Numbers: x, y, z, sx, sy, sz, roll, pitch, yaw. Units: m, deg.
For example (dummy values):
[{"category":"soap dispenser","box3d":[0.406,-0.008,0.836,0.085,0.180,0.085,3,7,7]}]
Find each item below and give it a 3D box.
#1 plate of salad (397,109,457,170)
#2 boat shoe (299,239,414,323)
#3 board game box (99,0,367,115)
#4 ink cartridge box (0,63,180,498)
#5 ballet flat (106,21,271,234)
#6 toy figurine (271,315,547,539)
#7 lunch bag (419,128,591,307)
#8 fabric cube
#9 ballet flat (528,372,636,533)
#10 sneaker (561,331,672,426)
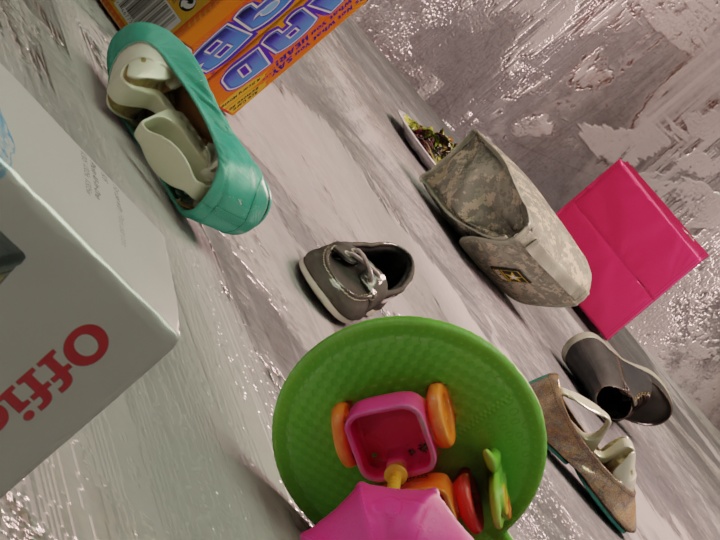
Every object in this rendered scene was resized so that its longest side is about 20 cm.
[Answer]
[{"category":"plate of salad","box3d":[0.122,-0.148,3.161,0.200,0.048,0.200,49,9,-10]},{"category":"boat shoe","box3d":[0.000,0.000,1.817,0.067,0.057,0.200,52,8,6]},{"category":"board game box","box3d":[-0.119,-0.284,1.910,0.201,0.199,0.200,54,10,17]},{"category":"ink cartridge box","box3d":[-0.169,-0.016,0.664,0.200,0.145,0.088,47,9,-25]},{"category":"ballet flat","box3d":[-0.131,-0.105,1.560,0.070,0.067,0.200,14,33,-53]},{"category":"toy figurine","box3d":[0.024,0.153,1.172,0.184,0.149,0.201,-77,153,-63]},{"category":"lunch bag","box3d":[0.185,-0.048,2.821,0.164,0.117,0.200,44,6,-43]},{"category":"fabric cube","box3d":[0.399,-0.034,3.580,0.200,0.200,0.196,51,9,6]},{"category":"ballet flat","box3d":[0.226,0.175,2.240,0.200,0.067,0.068,47,9,-25]},{"category":"sneaker","box3d":[0.331,0.165,2.877,0.199,0.075,0.107,33,22,-36]}]
